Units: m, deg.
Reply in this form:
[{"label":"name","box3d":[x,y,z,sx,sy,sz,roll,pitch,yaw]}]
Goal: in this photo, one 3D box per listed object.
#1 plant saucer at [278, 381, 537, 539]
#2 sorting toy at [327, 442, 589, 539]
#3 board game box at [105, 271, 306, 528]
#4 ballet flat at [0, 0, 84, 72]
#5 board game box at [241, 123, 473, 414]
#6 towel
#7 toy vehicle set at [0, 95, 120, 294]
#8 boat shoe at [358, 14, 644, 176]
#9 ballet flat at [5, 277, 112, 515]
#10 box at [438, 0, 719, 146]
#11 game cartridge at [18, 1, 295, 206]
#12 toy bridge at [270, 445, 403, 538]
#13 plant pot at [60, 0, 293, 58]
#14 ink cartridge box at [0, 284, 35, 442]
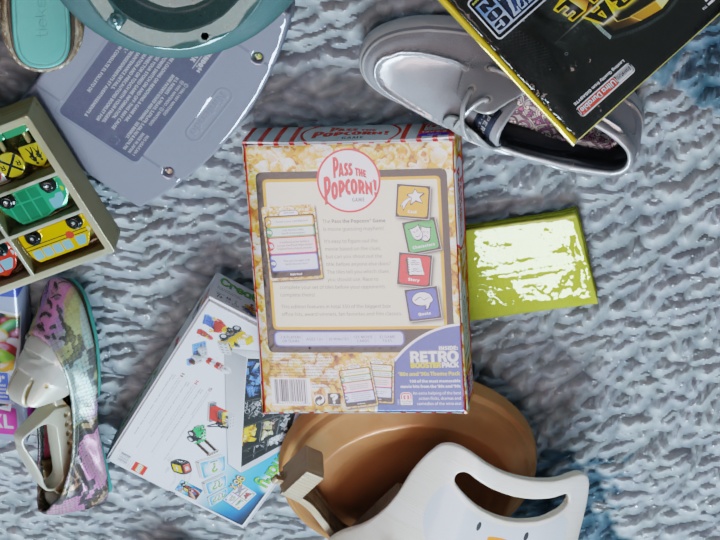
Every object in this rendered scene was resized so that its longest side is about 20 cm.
[{"label":"plant saucer","box3d":[0.037,0.157,1.528,0.198,0.038,0.201,-1,134,-1]},{"label":"sorting toy","box3d":[0.083,0.211,1.471,0.198,0.107,0.181,13,113,-18]},{"label":"board game box","box3d":[-0.099,0.103,1.535,0.125,0.035,0.200,28,128,-10]},{"label":"ballet flat","box3d":[-0.210,-0.232,1.308,0.070,0.065,0.202,3,113,-9]},{"label":"board game box","box3d":[0.000,0.000,1.413,0.150,0.046,0.202,0,107,9]},{"label":"towel","box3d":[0.068,0.002,1.459,0.198,0.018,0.087,-8,128,14]},{"label":"toy vehicle set","box3d":[-0.286,-0.037,1.433,0.198,0.027,0.125,-19,123,19]},{"label":"boat shoe","box3d":[0.093,-0.110,1.343,0.198,0.069,0.072,21,125,-6]},{"label":"ballet flat","box3d":[-0.232,0.105,1.529,0.069,0.071,0.202,30,132,42]},{"label":"box","box3d":[0.153,-0.203,1.247,0.200,0.049,0.160,-41,111,11]},{"label":"game cartridge","box3d":[-0.137,-0.140,1.382,0.133,0.041,0.200,36,123,-11]},{"label":"toy bridge","box3d":[0.016,0.189,1.513,0.199,0.027,0.067,25,128,-27]},{"label":"plant pot","box3d":[-0.111,-0.211,1.212,0.198,0.135,0.202,-2,118,-4]},{"label":"ink cartridge box","box3d":[-0.311,0.038,1.533,0.118,0.042,0.202,6,123,5]}]
